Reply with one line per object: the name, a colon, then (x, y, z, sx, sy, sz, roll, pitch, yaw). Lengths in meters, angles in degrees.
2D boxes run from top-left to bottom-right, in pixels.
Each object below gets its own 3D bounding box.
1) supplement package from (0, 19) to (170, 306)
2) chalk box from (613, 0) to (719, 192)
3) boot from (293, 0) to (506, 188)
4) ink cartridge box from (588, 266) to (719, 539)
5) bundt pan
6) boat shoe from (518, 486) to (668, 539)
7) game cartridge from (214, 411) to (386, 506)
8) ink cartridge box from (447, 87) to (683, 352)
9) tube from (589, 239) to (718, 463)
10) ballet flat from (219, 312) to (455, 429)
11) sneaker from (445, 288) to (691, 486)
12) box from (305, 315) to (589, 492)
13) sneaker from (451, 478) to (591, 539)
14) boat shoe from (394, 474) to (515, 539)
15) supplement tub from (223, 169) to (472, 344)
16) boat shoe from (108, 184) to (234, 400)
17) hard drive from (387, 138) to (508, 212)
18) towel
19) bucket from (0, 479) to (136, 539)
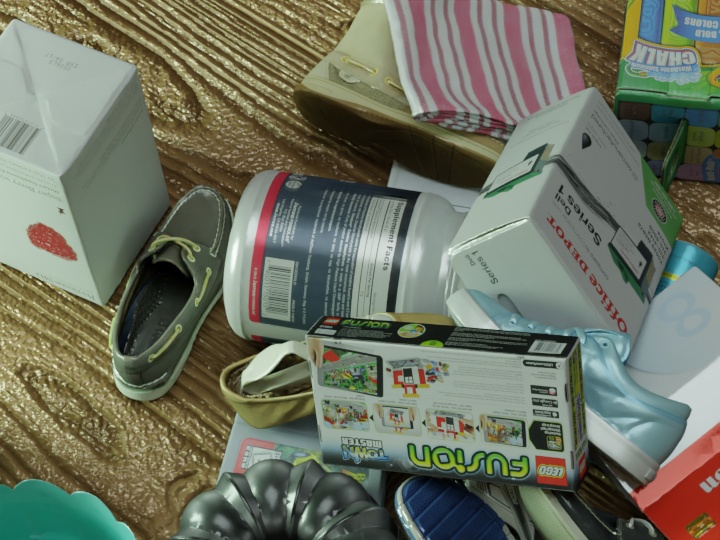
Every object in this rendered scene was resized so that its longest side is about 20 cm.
supplement package: (-0.247, -0.085, 1.546, 0.121, 0.200, 0.120, 22, 63, 16)
chalk box: (0.279, -0.155, 1.596, 0.123, 0.125, 0.201, 6, 61, 8)
boot: (0.062, -0.165, 1.619, 0.199, 0.073, 0.156, 22, 63, 20)
ink cartridge box: (0.248, 0.103, 1.406, 0.160, 0.047, 0.200, -38, 37, -3)
bundt pan: (-0.056, 0.225, 1.384, 0.201, 0.076, 0.203, -1, 60, 2)
boat shoe: (0.193, 0.213, 1.388, 0.068, 0.072, 0.200, -43, 94, -17)
game cartridge: (-0.050, 0.188, 1.469, 0.132, 0.041, 0.201, 11, 61, 6)
ink cartridge box: (0.165, -0.026, 1.471, 0.084, 0.146, 0.200, -24, 22, 35)
tube: (0.227, 0.071, 1.516, 0.077, 0.050, 0.201, 19, 69, 25)
ballet flat: (-0.022, 0.072, 1.428, 0.199, 0.063, 0.069, -23, 45, 27)
sneaker: (0.156, 0.067, 1.383, 0.200, 0.074, 0.082, 40, 85, 7)
box: (0.062, 0.095, 1.354, 0.199, 0.111, 0.035, 4, 27, 23)
sneaker: (0.094, 0.146, 1.429, 0.088, 0.076, 0.200, -37, 89, -7)
boat shoe: (0.090, 0.241, 1.388, 0.072, 0.072, 0.200, -32, 74, -38)
supplement tub: (0.000, 0.000, 1.514, 0.199, 0.141, 0.141, 9, 60, 9)
boat shoe: (-0.155, 0.009, 1.566, 0.072, 0.060, 0.202, 13, 61, 12)
hard drive: (0.102, -0.117, 1.642, 0.131, 0.027, 0.201, 9, 60, 10)
towel: (0.113, -0.177, 1.588, 0.199, 0.030, 0.147, 7, 54, -32)
bucket: (-0.245, 0.268, 1.376, 0.206, 0.135, 0.208, -2, 59, 4)
